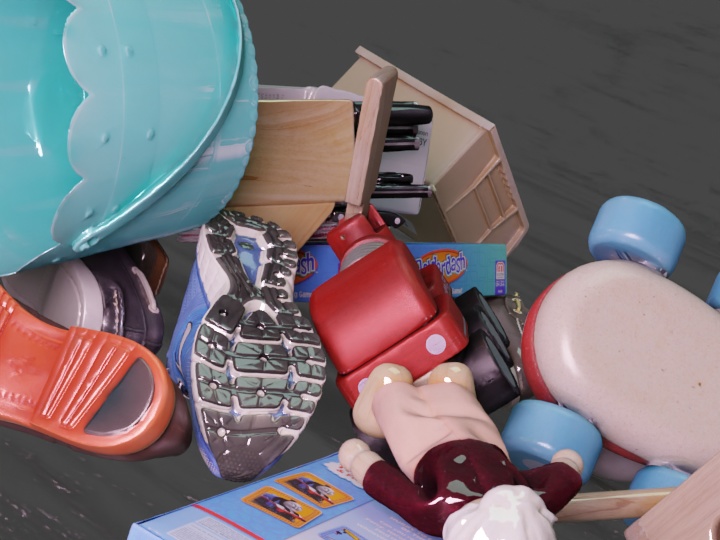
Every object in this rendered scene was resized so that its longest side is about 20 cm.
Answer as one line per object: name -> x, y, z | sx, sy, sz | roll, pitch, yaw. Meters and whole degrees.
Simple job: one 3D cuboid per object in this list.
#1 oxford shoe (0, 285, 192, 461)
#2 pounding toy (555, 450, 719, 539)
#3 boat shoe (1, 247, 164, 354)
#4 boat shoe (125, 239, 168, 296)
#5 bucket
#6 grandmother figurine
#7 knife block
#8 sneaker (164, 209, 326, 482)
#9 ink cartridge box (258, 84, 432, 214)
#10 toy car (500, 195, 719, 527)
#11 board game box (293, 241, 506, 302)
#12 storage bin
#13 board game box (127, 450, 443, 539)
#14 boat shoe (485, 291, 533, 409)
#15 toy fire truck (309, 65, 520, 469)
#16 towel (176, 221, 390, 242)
oxford shoe -> -0.175, 0.052, 0.696 | 0.199, 0.072, 0.073 | 22, -17, 22
pounding toy -> 0.224, 0.132, 0.718 | 0.183, 0.200, 0.143 | 10, 43, -40
boat shoe -> -0.180, -0.003, 0.871 | 0.060, 0.074, 0.200 | 12, 17, -34
boat shoe -> -0.204, -0.035, 0.977 | 0.199, 0.076, 0.074 | 28, 9, 33
bucket -> -0.162, -0.104, 0.782 | 0.134, 0.209, 0.206 | -10, 30, -44
grandmother figurine -> 0.052, 0.101, 0.667 | 0.120, 0.061, 0.200 | -8, 18, -5
knife block -> -0.045, -0.095, 0.939 | 0.200, 0.176, 0.064 | 46, -16, -23
sneaker -> -0.070, 0.053, 0.797 | 0.078, 0.090, 0.201 | 14, 33, -14
ink cartridge box -> -0.064, -0.099, 1.093 | 0.199, 0.084, 0.144 | 9, 3, 44
toy car -> 0.172, 0.084, 0.939 | 0.176, 0.185, 0.200 | 29, -20, -5
board game box -> 0.000, 0.000, 1.075 | 0.151, 0.045, 0.199 | 0, 1, 37
storage bin -> 0.065, -0.106, 1.474 | 0.199, 0.094, 0.199 | 35, -15, 34
board game box -> 0.007, 0.142, 0.619 | 0.150, 0.037, 0.200 | 25, 13, 22
boat shoe -> 0.119, 0.057, 1.085 | 0.059, 0.073, 0.200 | -9, 10, -3
toy fire truck -> 0.019, -0.006, 0.854 | 0.201, 0.128, 0.176 | 56, 9, -8
towel -> -0.056, -0.038, 1.108 | 0.145, 0.030, 0.200 | 0, 1, 8
